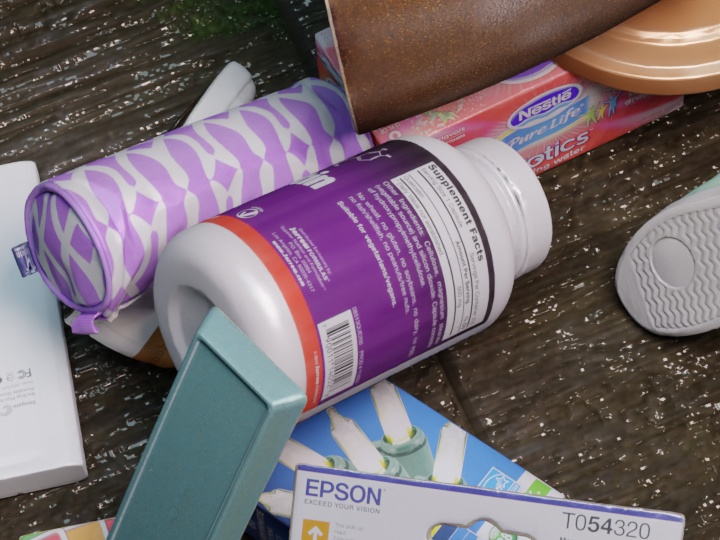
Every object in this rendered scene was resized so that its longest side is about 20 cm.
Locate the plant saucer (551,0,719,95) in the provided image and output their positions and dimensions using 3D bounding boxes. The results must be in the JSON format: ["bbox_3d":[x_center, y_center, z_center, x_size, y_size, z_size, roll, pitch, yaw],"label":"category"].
[{"bbox_3d":[0.171,-0.191,1.339,0.200,0.032,0.201,-2,62,3],"label":"plant saucer"}]

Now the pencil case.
[{"bbox_3d":[-0.084,-0.038,1.289,0.200,0.084,0.086,-25,97,-30],"label":"pencil case"}]

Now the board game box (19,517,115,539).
[{"bbox_3d":[-0.119,0.224,1.247,0.095,0.030,0.200,-11,63,-3],"label":"board game box"}]

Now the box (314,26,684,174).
[{"bbox_3d":[0.083,-0.116,1.378,0.200,0.103,0.095,-25,62,-11],"label":"box"}]

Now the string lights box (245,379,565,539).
[{"bbox_3d":[-0.001,0.116,1.279,0.200,0.059,0.103,32,67,19],"label":"string lights box"}]

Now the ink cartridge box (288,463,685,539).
[{"bbox_3d":[0.055,0.203,1.184,0.196,0.043,0.200,8,94,8],"label":"ink cartridge box"}]

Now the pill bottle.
[{"bbox_3d":[0.000,0.000,1.242,0.200,0.113,0.112,-25,61,-31],"label":"pill bottle"}]

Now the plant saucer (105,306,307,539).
[{"bbox_3d":[-0.087,0.113,1.190,0.070,0.200,0.019,43,40,23],"label":"plant saucer"}]

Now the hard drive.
[{"bbox_3d":[-0.235,0.039,1.356,0.132,0.026,0.200,-12,61,-3],"label":"hard drive"}]

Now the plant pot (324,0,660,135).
[{"bbox_3d":[0.077,-0.183,1.244,0.200,0.187,0.187,-12,61,2],"label":"plant pot"}]

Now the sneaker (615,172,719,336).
[{"bbox_3d":[0.236,-0.034,1.318,0.118,0.200,0.074,-23,77,-51],"label":"sneaker"}]

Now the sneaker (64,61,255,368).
[{"bbox_3d":[-0.094,-0.028,1.372,0.085,0.073,0.200,32,59,-12],"label":"sneaker"}]
